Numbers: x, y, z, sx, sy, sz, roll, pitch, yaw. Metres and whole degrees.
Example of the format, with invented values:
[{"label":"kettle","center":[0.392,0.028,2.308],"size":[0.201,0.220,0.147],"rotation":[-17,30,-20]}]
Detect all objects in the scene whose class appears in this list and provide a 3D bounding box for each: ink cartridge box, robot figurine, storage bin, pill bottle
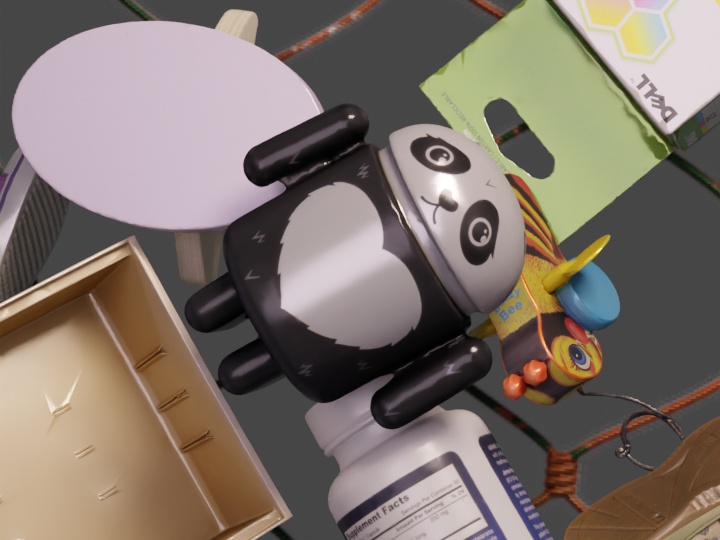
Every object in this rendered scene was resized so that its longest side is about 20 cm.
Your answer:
[{"label":"ink cartridge box","center":[0.149,-0.131,1.219],"size":[0.200,0.076,0.148],"rotation":[-40,78,6]},{"label":"robot figurine","center":[-0.001,-0.001,1.142],"size":[0.200,0.150,0.125],"rotation":[-29,35,8]},{"label":"storage bin","center":[-0.185,0.118,1.208],"size":[0.198,0.094,0.200],"rotation":[-29,89,-29]},{"label":"pill bottle","center":[0.049,0.155,1.203],"size":[0.111,0.111,0.200],"rotation":[-32,79,9]}]

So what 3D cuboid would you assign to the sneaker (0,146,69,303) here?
[{"label":"sneaker","center":[-0.275,-0.014,1.317],"size":[0.114,0.073,0.201],"rotation":[27,92,17]}]

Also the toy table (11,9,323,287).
[{"label":"toy table","center":[-0.106,-0.086,1.257],"size":[0.199,0.117,0.184],"rotation":[20,90,14]}]

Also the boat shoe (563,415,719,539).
[{"label":"boat shoe","center":[0.211,0.141,1.174],"size":[0.200,0.073,0.063],"rotation":[-26,122,-13]}]

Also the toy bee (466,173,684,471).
[{"label":"toy bee","center":[0.114,0.032,1.188],"size":[0.200,0.109,0.131],"rotation":[40,118,22]}]
